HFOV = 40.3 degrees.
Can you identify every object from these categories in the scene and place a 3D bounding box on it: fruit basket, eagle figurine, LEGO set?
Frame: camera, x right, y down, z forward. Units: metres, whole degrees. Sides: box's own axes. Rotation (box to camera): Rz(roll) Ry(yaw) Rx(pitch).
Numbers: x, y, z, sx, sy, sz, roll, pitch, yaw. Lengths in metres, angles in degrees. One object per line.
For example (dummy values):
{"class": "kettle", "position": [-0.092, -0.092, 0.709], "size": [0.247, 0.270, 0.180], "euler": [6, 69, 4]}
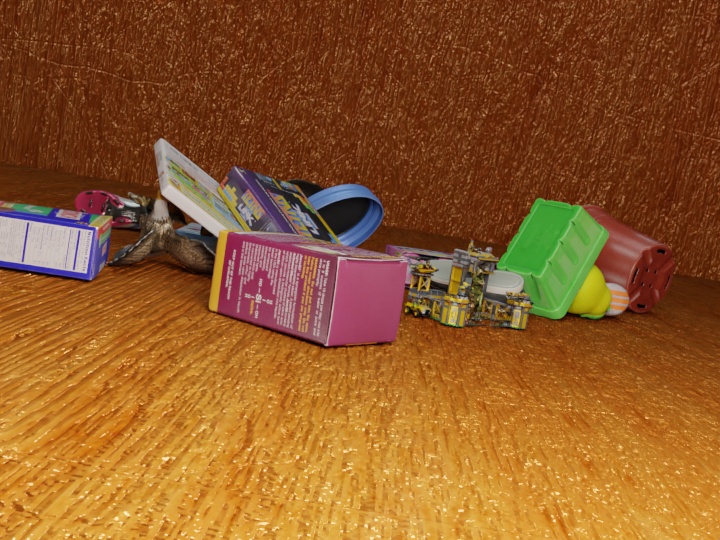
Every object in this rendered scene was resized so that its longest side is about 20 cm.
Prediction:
{"class": "fruit basket", "position": [0.351, 0.003, 1.721], "size": [0.155, 0.217, 0.215], "euler": [15, 8, 40]}
{"class": "eagle figurine", "position": [-0.299, -0.048, 1.470], "size": [0.151, 0.151, 0.200], "euler": [-29, 42, 4]}
{"class": "LEGO set", "position": [0.163, 0.015, 1.460], "size": [0.199, 0.116, 0.154], "euler": [5, 7, -31]}

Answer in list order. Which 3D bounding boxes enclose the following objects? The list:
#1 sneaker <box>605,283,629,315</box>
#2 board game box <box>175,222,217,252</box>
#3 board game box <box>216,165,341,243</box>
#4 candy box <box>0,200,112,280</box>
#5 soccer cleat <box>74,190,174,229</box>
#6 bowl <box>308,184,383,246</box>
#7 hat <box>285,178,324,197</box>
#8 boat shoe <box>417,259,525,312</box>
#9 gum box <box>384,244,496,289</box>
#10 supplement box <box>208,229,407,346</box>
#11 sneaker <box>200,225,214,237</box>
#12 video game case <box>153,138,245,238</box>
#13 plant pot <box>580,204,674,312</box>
{"class": "sneaker", "position": [0.393, 0.045, 1.830], "size": [0.199, 0.078, 0.112], "euler": [16, -1, 4]}
{"class": "board game box", "position": [-0.255, -0.051, 1.804], "size": [0.152, 0.041, 0.200], "euler": [9, 6, -2]}
{"class": "board game box", "position": [-0.116, -0.069, 1.572], "size": [0.165, 0.057, 0.200], "euler": [14, 34, -56]}
{"class": "candy box", "position": [-0.441, -0.046, 1.305], "size": [0.199, 0.077, 0.169], "euler": [10, 5, -10]}
{"class": "soccer cleat", "position": [-0.476, -0.112, 1.983], "size": [0.199, 0.070, 0.086], "euler": [10, -10, -11]}
{"class": "bowl", "position": [-0.054, -0.092, 1.879], "size": [0.200, 0.201, 0.039], "euler": [3, 51, -44]}
{"class": "hat", "position": [-0.144, -0.085, 1.941], "size": [0.200, 0.201, 0.081], "euler": [3, 47, -44]}
{"class": "boat shoe", "position": [0.181, 0.030, 1.661], "size": [0.199, 0.061, 0.076], "euler": [15, 36, 33]}
{"class": "gum box", "position": [0.140, 0.000, 1.807], "size": [0.199, 0.066, 0.113], "euler": [7, 5, -14]}
{"class": "supplement box", "position": [-0.064, 0.017, 1.167], "size": [0.199, 0.104, 0.131], "euler": [13, 7, 39]}
{"class": "sneaker", "position": [-0.202, -0.084, 1.695], "size": [0.088, 0.077, 0.200], "euler": [20, 12, 20]}
{"class": "video game case", "position": [-0.234, -0.105, 1.520], "size": [0.200, 0.023, 0.182], "euler": [40, 13, -30]}
{"class": "plant pot", "position": [0.527, -0.013, 2.035], "size": [0.200, 0.202, 0.195], "euler": [4, 16, -39]}
